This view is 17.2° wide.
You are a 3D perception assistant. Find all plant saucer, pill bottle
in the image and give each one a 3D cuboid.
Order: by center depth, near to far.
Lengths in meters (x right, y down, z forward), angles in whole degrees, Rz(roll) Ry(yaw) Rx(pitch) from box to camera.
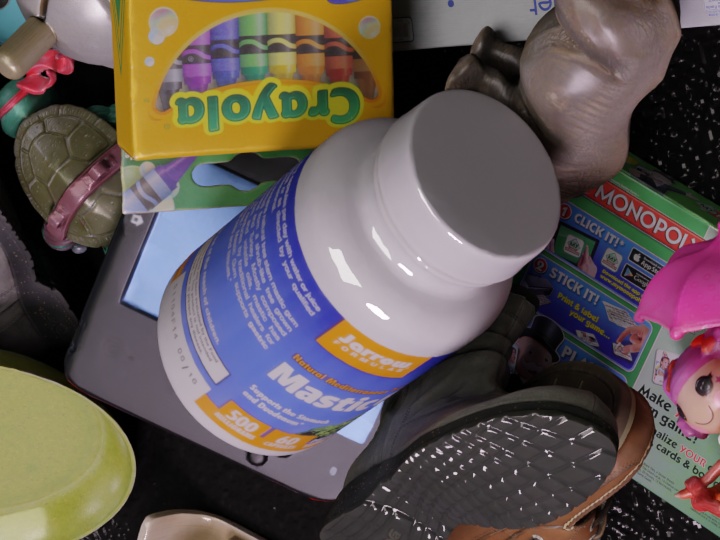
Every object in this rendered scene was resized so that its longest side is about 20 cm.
[{"bbox_3d":[0.000,0.000,1.082,0.200,0.112,0.113,-37,80,48],"label":"pill bottle"},{"bbox_3d":[-0.223,0.097,1.314,0.199,0.199,0.031,-33,42,32],"label":"plant saucer"}]

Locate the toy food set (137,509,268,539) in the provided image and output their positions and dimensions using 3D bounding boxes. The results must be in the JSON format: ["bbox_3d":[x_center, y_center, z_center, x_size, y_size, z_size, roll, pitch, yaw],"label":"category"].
[{"bbox_3d":[-0.049,0.233,1.282,0.199,0.060,0.144,25,112,26],"label":"toy food set"}]

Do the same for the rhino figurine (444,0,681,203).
[{"bbox_3d":[0.085,-0.077,1.069,0.087,0.060,0.201,28,142,7],"label":"rhino figurine"}]

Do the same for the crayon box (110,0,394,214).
[{"bbox_3d":[-0.050,-0.125,1.093,0.052,0.125,0.202,-143,50,-72],"label":"crayon box"}]

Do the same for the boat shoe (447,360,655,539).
[{"bbox_3d":[0.091,0.098,1.138,0.068,0.072,0.200,33,154,-16],"label":"boat shoe"}]

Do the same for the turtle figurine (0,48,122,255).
[{"bbox_3d":[-0.131,-0.047,1.260,0.200,0.101,0.150,49,125,6],"label":"turtle figurine"}]

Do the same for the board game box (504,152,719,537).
[{"bbox_3d":[0.160,0.041,1.130,0.199,0.029,0.135,34,115,22],"label":"board game box"}]

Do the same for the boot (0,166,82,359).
[{"bbox_3d":[-0.238,0.001,1.268,0.131,0.070,0.201,-24,131,2],"label":"boot"}]

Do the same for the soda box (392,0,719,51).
[{"bbox_3d":[0.100,-0.141,1.107,0.199,0.068,0.064,-1,99,32],"label":"soda box"}]

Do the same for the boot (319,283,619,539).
[{"bbox_3d":[0.055,0.055,1.089,0.068,0.131,0.200,33,146,-18],"label":"boot"}]

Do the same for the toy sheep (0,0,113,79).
[{"bbox_3d":[-0.112,-0.169,1.179,0.138,0.200,0.138,38,157,20],"label":"toy sheep"}]

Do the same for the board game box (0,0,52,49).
[{"bbox_3d":[-0.188,-0.242,1.282,0.151,0.047,0.201,38,118,20],"label":"board game box"}]

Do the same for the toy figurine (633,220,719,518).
[{"bbox_3d":[0.188,0.072,1.050,0.185,0.149,0.200,62,149,22],"label":"toy figurine"}]

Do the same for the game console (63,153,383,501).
[{"bbox_3d":[-0.040,0.006,1.202,0.176,0.031,0.201,23,109,-3],"label":"game console"}]
